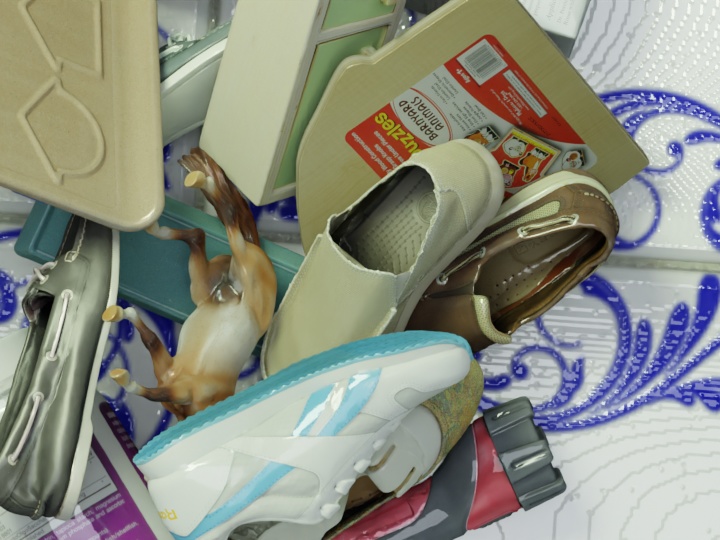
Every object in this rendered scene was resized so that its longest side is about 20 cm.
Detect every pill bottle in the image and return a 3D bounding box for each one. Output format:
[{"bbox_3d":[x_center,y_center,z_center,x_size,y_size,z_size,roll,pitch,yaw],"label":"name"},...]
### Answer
[{"bbox_3d":[-0.179,0.139,1.588,0.112,0.112,0.200,-32,86,-1],"label":"pill bottle"}]

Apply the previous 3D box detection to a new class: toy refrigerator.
[{"bbox_3d":[-0.026,-0.138,1.557,0.076,0.200,0.070,-18,50,-38],"label":"toy refrigerator"}]

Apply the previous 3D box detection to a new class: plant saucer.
[{"bbox_3d":[-0.105,-0.001,1.610,0.200,0.019,0.070,24,98,-15],"label":"plant saucer"}]

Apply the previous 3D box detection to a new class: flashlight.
[{"bbox_3d":[0.023,0.143,1.609,0.199,0.068,0.068,-22,127,3],"label":"flashlight"}]

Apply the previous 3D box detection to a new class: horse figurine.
[{"bbox_3d":[-0.094,0.028,1.554,0.050,0.133,0.200,0,59,32],"label":"horse figurine"}]

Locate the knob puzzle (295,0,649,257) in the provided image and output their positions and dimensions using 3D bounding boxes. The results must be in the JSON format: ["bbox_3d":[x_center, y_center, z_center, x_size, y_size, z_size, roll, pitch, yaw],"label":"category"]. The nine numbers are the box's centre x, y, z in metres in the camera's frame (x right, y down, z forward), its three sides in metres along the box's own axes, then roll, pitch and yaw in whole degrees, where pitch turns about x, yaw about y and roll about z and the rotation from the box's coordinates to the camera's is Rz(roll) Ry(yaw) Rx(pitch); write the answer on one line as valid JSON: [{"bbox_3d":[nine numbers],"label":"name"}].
[{"bbox_3d":[0.046,-0.068,1.593,0.219,0.030,0.220,-7,129,-9],"label":"knob puzzle"}]

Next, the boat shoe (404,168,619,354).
[{"bbox_3d":[0.066,0.016,1.587,0.202,0.075,0.075,-38,116,12],"label":"boat shoe"}]

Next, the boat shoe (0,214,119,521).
[{"bbox_3d":[-0.178,0.044,1.525,0.057,0.067,0.201,13,66,-18],"label":"boat shoe"}]

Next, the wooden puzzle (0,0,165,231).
[{"bbox_3d":[-0.212,-0.115,1.530,0.200,0.046,0.186,17,47,-27],"label":"wooden puzzle"}]

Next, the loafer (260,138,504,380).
[{"bbox_3d":[0.000,0.000,1.559,0.076,0.068,0.200,45,107,28],"label":"loafer"}]

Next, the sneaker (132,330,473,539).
[{"bbox_3d":[-0.024,0.095,1.503,0.200,0.077,0.081,-25,96,-6],"label":"sneaker"}]

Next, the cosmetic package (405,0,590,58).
[{"bbox_3d":[0.052,-0.214,1.624,0.199,0.081,0.113,20,86,4],"label":"cosmetic package"}]

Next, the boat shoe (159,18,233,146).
[{"bbox_3d":[-0.114,-0.121,1.624,0.200,0.073,0.062,-33,62,2],"label":"boat shoe"}]

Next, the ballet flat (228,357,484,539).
[{"bbox_3d":[-0.008,0.121,1.554,0.200,0.071,0.071,-33,86,4],"label":"ballet flat"}]
